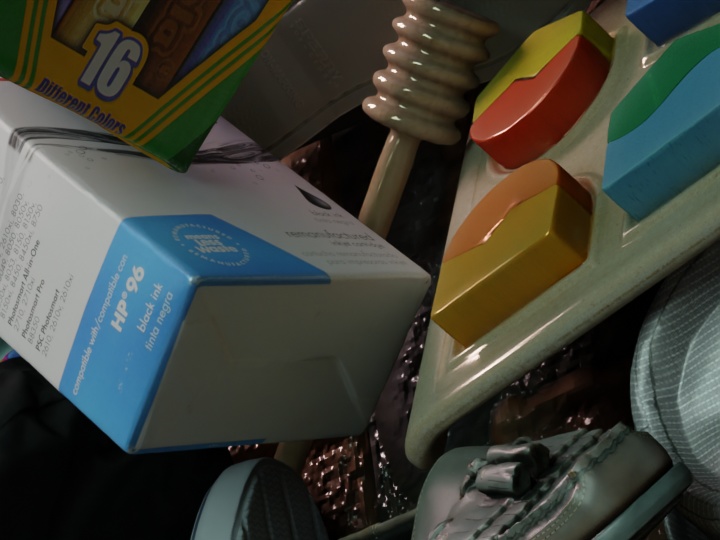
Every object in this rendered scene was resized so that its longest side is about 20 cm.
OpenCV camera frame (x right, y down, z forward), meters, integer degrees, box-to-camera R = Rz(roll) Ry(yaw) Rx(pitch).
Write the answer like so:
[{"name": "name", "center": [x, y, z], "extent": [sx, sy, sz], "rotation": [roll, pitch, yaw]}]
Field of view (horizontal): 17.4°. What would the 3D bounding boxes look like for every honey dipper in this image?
[{"name": "honey dipper", "center": [0.000, 0.000, 0.845], "extent": [0.038, 0.038, 0.201], "rotation": [28, 102, 46]}]

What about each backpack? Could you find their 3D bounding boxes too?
[{"name": "backpack", "center": [-0.149, 0.051, 0.874], "extent": [0.200, 0.167, 0.127], "rotation": [30, 90, 41]}]

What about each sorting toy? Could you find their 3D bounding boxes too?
[{"name": "sorting toy", "center": [0.082, -0.051, 0.749], "extent": [0.200, 0.036, 0.185], "rotation": [-43, 20, 34]}]

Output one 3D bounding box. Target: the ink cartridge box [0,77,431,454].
[{"name": "ink cartridge box", "center": [-0.088, -0.019, 0.824], "extent": [0.200, 0.116, 0.068], "rotation": [37, 114, 36]}]

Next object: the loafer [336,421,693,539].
[{"name": "loafer", "center": [0.029, 0.086, 0.710], "extent": [0.063, 0.072, 0.200], "rotation": [50, 149, 7]}]

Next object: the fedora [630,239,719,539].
[{"name": "fedora", "center": [0.156, 0.024, 0.679], "extent": [0.200, 0.090, 0.177], "rotation": [-28, 53, 28]}]

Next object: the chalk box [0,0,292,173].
[{"name": "chalk box", "center": [-0.074, -0.158, 0.758], "extent": [0.125, 0.124, 0.200], "rotation": [36, 94, 35]}]

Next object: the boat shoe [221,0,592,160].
[{"name": "boat shoe", "center": [0.007, -0.096, 0.890], "extent": [0.199, 0.076, 0.060], "rotation": [-20, 12, 22]}]

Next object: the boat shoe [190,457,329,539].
[{"name": "boat shoe", "center": [-0.048, 0.163, 0.802], "extent": [0.062, 0.072, 0.201], "rotation": [-15, 62, 33]}]
